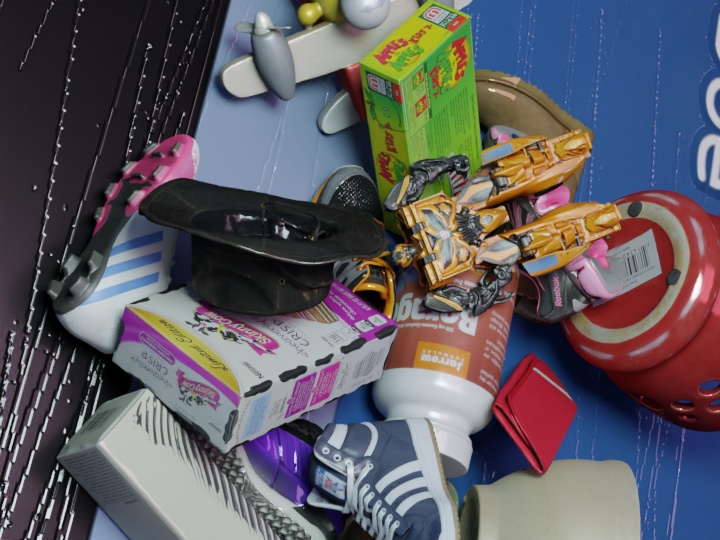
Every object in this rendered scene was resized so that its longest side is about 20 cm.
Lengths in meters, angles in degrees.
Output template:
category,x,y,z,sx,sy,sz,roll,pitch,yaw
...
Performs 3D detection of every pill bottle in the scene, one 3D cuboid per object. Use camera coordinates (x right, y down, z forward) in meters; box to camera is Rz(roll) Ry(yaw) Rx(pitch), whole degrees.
category,x,y,z,sx,sy,sz,roll,pitch,yaw
pill bottle,0.073,0.077,1.607,0.112,0.112,0.201,25,64,-28

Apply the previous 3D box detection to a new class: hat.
category,x,y,z,sx,sy,sz,roll,pitch,yaw
hat,-0.081,-0.009,1.431,0.200,0.200,0.081,-3,112,-35

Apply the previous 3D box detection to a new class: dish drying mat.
category,x,y,z,sx,sy,sz,roll,pitch,yaw
dish drying mat,0.161,0.126,1.637,0.077,0.018,0.200,55,17,0

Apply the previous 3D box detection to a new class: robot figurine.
category,x,y,z,sx,sy,sz,roll,pitch,yaw
robot figurine,0.119,-0.046,1.562,0.199,0.058,0.146,-21,83,-14

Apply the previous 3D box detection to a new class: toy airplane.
category,x,y,z,sx,sy,sz,roll,pitch,yaw
toy airplane,-0.008,-0.218,1.607,0.198,0.141,0.201,24,83,-17

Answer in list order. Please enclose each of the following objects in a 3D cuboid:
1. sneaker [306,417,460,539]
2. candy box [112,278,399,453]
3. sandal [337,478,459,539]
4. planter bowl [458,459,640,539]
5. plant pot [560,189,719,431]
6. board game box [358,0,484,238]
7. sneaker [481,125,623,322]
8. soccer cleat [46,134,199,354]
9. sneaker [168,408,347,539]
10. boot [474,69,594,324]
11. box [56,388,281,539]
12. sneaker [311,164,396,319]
category,x,y,z,sx,sy,sz,roll,pitch,yaw
sneaker,0.015,0.191,1.437,0.108,0.070,0.200,2,33,-10
candy box,-0.084,0.059,1.469,0.136,0.061,0.200,35,35,26
sandal,0.020,0.239,1.561,0.201,0.057,0.080,-41,102,-34
planter bowl,0.153,0.257,1.584,0.134,0.200,0.201,10,71,-7
plant pot,0.299,0.036,1.700,0.182,0.200,0.202,25,64,-43
board game box,0.058,-0.130,1.612,0.102,0.047,0.201,-45,145,-29
sneaker,0.156,-0.040,1.659,0.079,0.095,0.201,-1,57,-50
soccer cleat,-0.183,-0.020,1.489,0.086,0.070,0.201,49,58,-31
sneaker,-0.079,0.152,1.516,0.200,0.069,0.100,53,48,-16
boot,0.148,-0.073,1.729,0.175,0.066,0.201,26,66,-26
box,-0.145,0.193,1.445,0.200,0.082,0.068,51,55,-15
sneaker,0.000,0.000,1.598,0.078,0.077,0.201,9,71,-31
